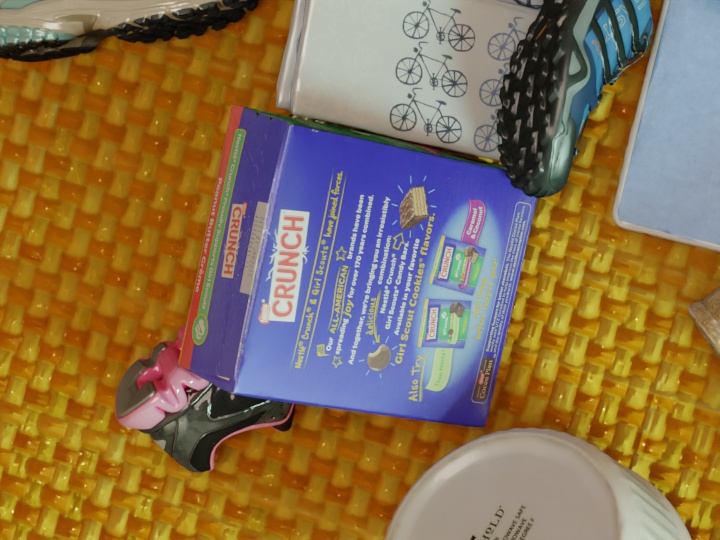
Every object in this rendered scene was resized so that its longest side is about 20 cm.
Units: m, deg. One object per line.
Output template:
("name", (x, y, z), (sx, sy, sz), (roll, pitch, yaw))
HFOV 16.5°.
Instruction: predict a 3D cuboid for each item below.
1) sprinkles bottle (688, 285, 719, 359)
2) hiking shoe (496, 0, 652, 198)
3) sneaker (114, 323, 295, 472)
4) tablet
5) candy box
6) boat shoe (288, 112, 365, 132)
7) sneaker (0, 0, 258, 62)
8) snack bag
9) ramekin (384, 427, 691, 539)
("sprinkles bottle", (0.301, -0.010, 1.543), (0.200, 0.068, 0.068), (-37, 84, 4))
("hiking shoe", (0.146, -0.138, 1.557), (0.087, 0.074, 0.200), (16, 82, -26))
("sneaker", (-0.062, 0.057, 1.635), (0.200, 0.079, 0.095), (-38, 112, 5))
("tablet", (0.245, -0.111, 1.589), (0.130, 0.014, 0.200), (14, 93, 11))
("candy box", (0.000, 0.000, 1.551), (0.077, 0.200, 0.169), (17, 95, 53))
("boat shoe", (0.001, -0.099, 1.612), (0.201, 0.073, 0.063), (-41, 92, -1))
("sneaker", (-0.160, -0.195, 1.640), (0.200, 0.078, 0.087), (-7, 86, 11))
("snack bag", (0.051, -0.178, 1.570), (0.188, 0.021, 0.200), (12, 86, -22))
("ramekin", (0.103, 0.190, 1.535), (0.202, 0.094, 0.203), (-13, 56, 19))
